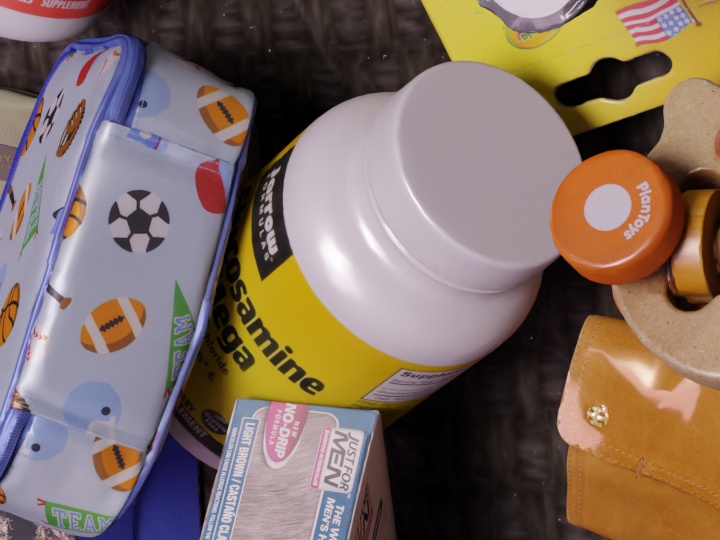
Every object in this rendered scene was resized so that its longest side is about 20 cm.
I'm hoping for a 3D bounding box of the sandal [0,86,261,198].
[{"bbox_3d":[-0.126,-0.042,1.277,0.200,0.057,0.080,0,103,34],"label":"sandal"}]

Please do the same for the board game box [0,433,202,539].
[{"bbox_3d":[-0.178,0.121,1.331,0.199,0.097,0.160,7,106,32],"label":"board game box"}]

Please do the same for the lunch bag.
[{"bbox_3d":[-0.114,0.007,1.154,0.201,0.075,0.160,-69,20,-3],"label":"lunch bag"}]

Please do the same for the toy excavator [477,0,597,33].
[{"bbox_3d":[0.032,-0.207,1.013,0.194,0.100,0.201,20,112,16],"label":"toy excavator"}]

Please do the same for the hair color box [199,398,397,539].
[{"bbox_3d":[-0.021,0.149,1.169,0.060,0.100,0.200,5,142,10],"label":"hair color box"}]

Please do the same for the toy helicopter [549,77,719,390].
[{"bbox_3d":[0.170,-0.046,1.031,0.132,0.079,0.200,30,84,34],"label":"toy helicopter"}]

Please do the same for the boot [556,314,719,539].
[{"bbox_3d":[0.151,0.041,1.098,0.144,0.071,0.202,24,122,17],"label":"boot"}]

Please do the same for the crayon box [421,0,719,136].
[{"bbox_3d":[0.067,-0.153,1.103,0.127,0.051,0.200,-17,107,35],"label":"crayon box"}]

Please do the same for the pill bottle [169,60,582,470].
[{"bbox_3d":[0.000,0.000,1.142,0.113,0.112,0.200,59,141,7],"label":"pill bottle"}]

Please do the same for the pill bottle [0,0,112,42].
[{"bbox_3d":[-0.119,-0.200,1.196,0.112,0.112,0.200,42,122,18],"label":"pill bottle"}]
